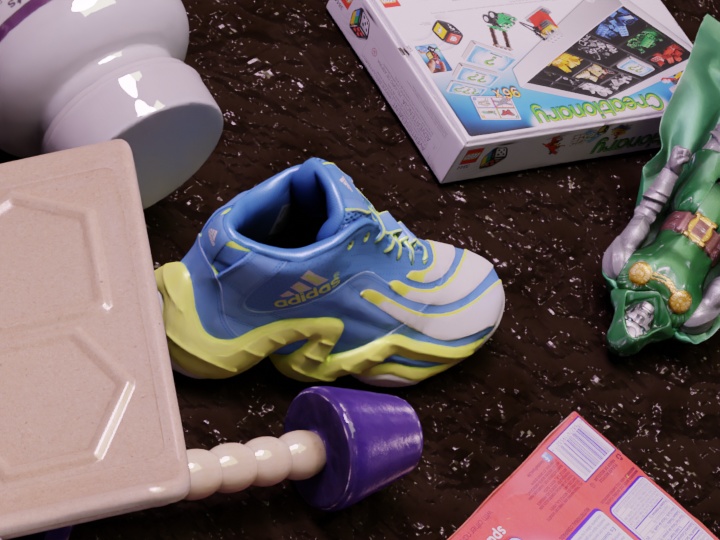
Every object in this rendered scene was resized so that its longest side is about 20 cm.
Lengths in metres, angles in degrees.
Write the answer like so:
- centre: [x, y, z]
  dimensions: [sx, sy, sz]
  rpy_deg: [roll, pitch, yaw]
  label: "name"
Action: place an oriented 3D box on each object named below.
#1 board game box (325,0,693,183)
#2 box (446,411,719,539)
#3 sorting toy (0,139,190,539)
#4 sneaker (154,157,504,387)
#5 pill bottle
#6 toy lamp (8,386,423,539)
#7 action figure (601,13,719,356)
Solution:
- centre: [0.093, -0.116, 1.475]
  dimensions: [0.199, 0.035, 0.126]
  rpy_deg: [-10, 57, -38]
  label: "board game box"
- centre: [0.060, 0.164, 1.150]
  dimensions: [0.103, 0.095, 0.200]
  rpy_deg: [41, 43, 8]
  label: "box"
- centre: [-0.171, 0.039, 1.120]
  dimensions: [0.184, 0.037, 0.200]
  rpy_deg: [-12, 50, -2]
  label: "sorting toy"
- centre: [0.000, 0.000, 1.257]
  dimensions: [0.199, 0.105, 0.076]
  rpy_deg: [-8, 56, -36]
  label: "sneaker"
- centre: [-0.149, -0.124, 1.274]
  dimensions: [0.112, 0.112, 0.200]
  rpy_deg: [-16, 62, -40]
  label: "pill bottle"
- centre: [-0.061, 0.084, 1.178]
  dimensions: [0.199, 0.058, 0.058]
  rpy_deg: [-6, 55, -37]
  label: "toy lamp"
- centre: [0.182, -0.032, 1.404]
  dimensions: [0.118, 0.055, 0.200]
  rpy_deg: [33, 66, 5]
  label: "action figure"
